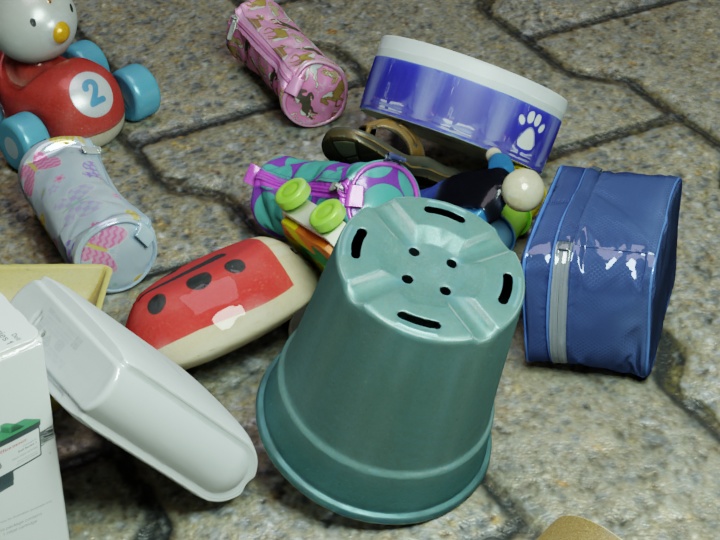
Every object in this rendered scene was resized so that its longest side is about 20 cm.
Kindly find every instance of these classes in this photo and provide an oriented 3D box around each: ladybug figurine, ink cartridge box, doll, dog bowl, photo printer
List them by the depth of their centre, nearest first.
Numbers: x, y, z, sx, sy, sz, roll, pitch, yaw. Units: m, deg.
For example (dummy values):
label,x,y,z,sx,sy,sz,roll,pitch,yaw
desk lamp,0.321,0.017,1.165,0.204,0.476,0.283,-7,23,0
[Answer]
label,x,y,z,sx,sy,sz,roll,pitch,yaw
ink cartridge box,-0.302,0.115,1.454,0.084,0.200,0.146,-22,37,-29
photo printer,-0.176,0.100,1.494,0.069,0.200,0.166,-51,43,-1
ladybug figurine,-0.130,0.028,1.666,0.200,0.072,0.136,-29,16,-27
doll,0.095,-0.067,1.756,0.200,0.049,0.137,-11,31,51
dog bowl,0.103,-0.165,1.882,0.200,0.079,0.200,19,2,-1

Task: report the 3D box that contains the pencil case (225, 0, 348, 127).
label,x,y,z,sx,sy,sz,roll,pitch,yaw
pencil case,-0.083,-0.233,2.092,0.086,0.083,0.200,-15,35,-20

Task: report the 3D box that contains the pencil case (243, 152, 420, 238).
label,x,y,z,sx,sy,sz,roll,pitch,yaw
pencil case,-0.026,-0.068,1.773,0.092,0.085,0.200,27,-11,-31

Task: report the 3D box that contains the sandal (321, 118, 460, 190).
label,x,y,z,sx,sy,sz,roll,pitch,yaw
sandal,0.034,-0.119,1.838,0.082,0.055,0.200,1,-8,40

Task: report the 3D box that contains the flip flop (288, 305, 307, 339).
label,x,y,z,sx,sy,sz,roll,pitch,yaw
flip flop,-0.009,0.102,1.597,0.081,0.058,0.200,-11,48,-20

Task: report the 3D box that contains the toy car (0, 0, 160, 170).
label,x,y,z,sx,sy,sz,roll,pitch,yaw
toy car,-0.337,-0.241,2.012,0.184,0.200,0.177,-30,42,-35

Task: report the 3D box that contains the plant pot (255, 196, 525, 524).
label,x,y,z,sx,sy,sz,roll,pitch,yaw
plant pot,0.032,0.060,1.469,0.200,0.196,0.201,9,46,-9

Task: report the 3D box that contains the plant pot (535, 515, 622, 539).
label,x,y,z,sx,sy,sz,roll,pitch,yaw
plant pot,0.111,0.289,1.199,0.200,0.187,0.186,-34,42,-20

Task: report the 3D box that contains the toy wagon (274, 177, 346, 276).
label,x,y,z,sx,sy,sz,roll,pitch,yaw
toy wagon,0.000,0.000,1.644,0.040,0.155,0.200,-43,32,-9

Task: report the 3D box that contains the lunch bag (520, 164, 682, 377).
label,x,y,z,sx,sy,sz,roll,pitch,yaw
lunch bag,0.209,-0.008,1.670,0.132,0.136,0.200,7,33,14

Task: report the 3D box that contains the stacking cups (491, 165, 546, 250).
label,x,y,z,sx,sy,sz,roll,pitch,yaw
stacking cups,0.117,-0.021,1.782,0.060,0.061,0.200,12,41,22

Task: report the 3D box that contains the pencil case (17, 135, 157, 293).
label,x,y,z,sx,sy,sz,roll,pitch,yaw
pencil case,-0.266,-0.057,1.829,0.091,0.083,0.200,-29,39,-9

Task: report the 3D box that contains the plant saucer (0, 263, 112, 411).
label,x,y,z,sx,sy,sz,roll,pitch,yaw
plant saucer,-0.331,0.067,1.674,0.199,0.049,0.200,0,33,4
